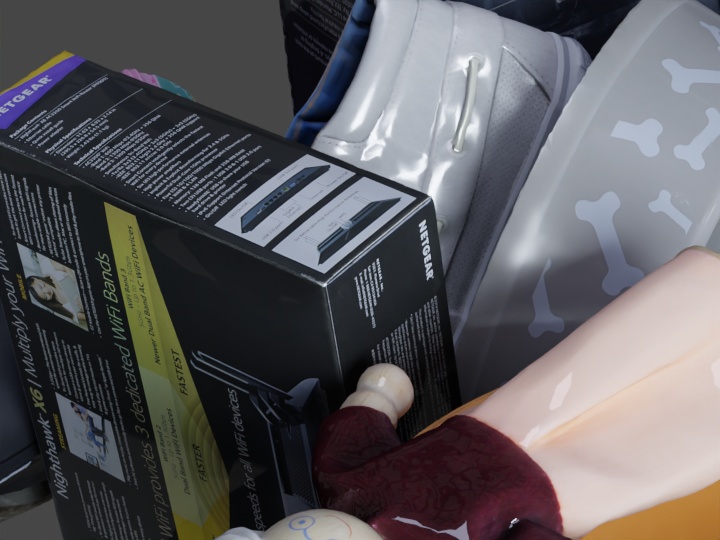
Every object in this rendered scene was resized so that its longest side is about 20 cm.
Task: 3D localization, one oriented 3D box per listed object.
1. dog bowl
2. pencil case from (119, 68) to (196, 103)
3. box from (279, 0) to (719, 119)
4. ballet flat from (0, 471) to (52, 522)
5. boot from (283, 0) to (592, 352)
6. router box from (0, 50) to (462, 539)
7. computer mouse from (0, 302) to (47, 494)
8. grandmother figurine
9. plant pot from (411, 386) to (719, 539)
[{"bbox_3d":[0.093,0.006,0.892,0.059,0.200,0.200,23,42,15],"label":"dog bowl"},{"bbox_3d":[-0.069,-0.004,1.016,0.087,0.088,0.200,-16,35,-14],"label":"pencil case"},{"bbox_3d":[0.080,-0.076,1.014,0.200,0.182,0.104,-26,39,-25],"label":"box"},{"bbox_3d":[-0.170,0.083,0.940,0.200,0.046,0.067,-35,87,-35],"label":"ballet flat"},{"bbox_3d":[0.000,0.000,0.895,0.095,0.200,0.074,20,8,-20],"label":"boot"},{"bbox_3d":[-0.040,0.044,0.842,0.157,0.200,0.052,23,48,34],"label":"router box"},{"bbox_3d":[-0.151,0.080,0.894,0.200,0.046,0.141,-18,76,-33],"label":"computer mouse"},{"bbox_3d":[0.036,0.055,0.698,0.200,0.061,0.121,-28,31,-33],"label":"grandmother figurine"},{"bbox_3d":[0.094,0.136,0.743,0.200,0.140,0.200,-3,34,2],"label":"plant pot"}]
